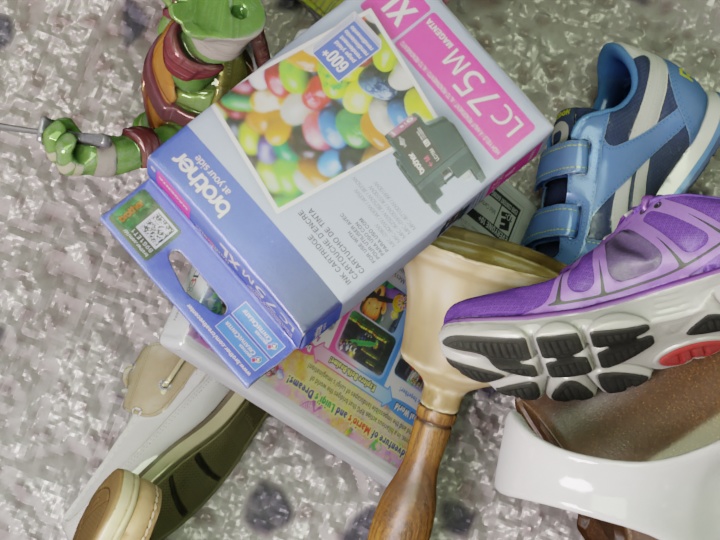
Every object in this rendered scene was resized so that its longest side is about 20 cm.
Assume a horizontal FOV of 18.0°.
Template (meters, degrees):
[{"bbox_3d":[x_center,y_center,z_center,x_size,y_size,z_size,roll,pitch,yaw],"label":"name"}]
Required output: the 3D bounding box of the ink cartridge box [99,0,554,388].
[{"bbox_3d":[-0.017,-0.049,1.123,0.200,0.042,0.119,-40,83,-11],"label":"ink cartridge box"}]

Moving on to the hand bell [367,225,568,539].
[{"bbox_3d":[0.037,0.082,1.195,0.104,0.104,0.200,16,99,-3],"label":"hand bell"}]

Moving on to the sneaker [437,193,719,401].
[{"bbox_3d":[0.134,0.006,1.118,0.200,0.081,0.084,-15,60,3],"label":"sneaker"}]

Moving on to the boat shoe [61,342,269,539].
[{"bbox_3d":[-0.093,0.073,1.223,0.068,0.075,0.200,37,69,20],"label":"boat shoe"}]

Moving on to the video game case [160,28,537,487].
[{"bbox_3d":[0.000,0.000,1.208,0.200,0.024,0.182,36,71,-41],"label":"video game case"}]

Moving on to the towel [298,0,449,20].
[{"bbox_3d":[0.020,-0.224,1.281,0.144,0.023,0.200,41,104,6],"label":"towel"}]

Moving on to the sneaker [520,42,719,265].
[{"bbox_3d":[0.125,-0.039,1.261,0.082,0.074,0.200,39,67,-17],"label":"sneaker"}]

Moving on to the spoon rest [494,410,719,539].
[{"bbox_3d":[0.166,0.108,1.083,0.200,0.061,0.100,9,99,-2],"label":"spoon rest"}]

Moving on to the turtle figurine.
[{"bbox_3d":[-0.125,-0.127,1.189,0.200,0.194,0.144,46,57,2],"label":"turtle figurine"}]

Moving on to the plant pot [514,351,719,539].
[{"bbox_3d":[0.201,0.079,1.198,0.198,0.200,0.200,-30,82,-4],"label":"plant pot"}]

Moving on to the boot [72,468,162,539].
[{"bbox_3d":[-0.084,0.201,1.151,0.155,0.073,0.200,16,115,-4],"label":"boot"}]
